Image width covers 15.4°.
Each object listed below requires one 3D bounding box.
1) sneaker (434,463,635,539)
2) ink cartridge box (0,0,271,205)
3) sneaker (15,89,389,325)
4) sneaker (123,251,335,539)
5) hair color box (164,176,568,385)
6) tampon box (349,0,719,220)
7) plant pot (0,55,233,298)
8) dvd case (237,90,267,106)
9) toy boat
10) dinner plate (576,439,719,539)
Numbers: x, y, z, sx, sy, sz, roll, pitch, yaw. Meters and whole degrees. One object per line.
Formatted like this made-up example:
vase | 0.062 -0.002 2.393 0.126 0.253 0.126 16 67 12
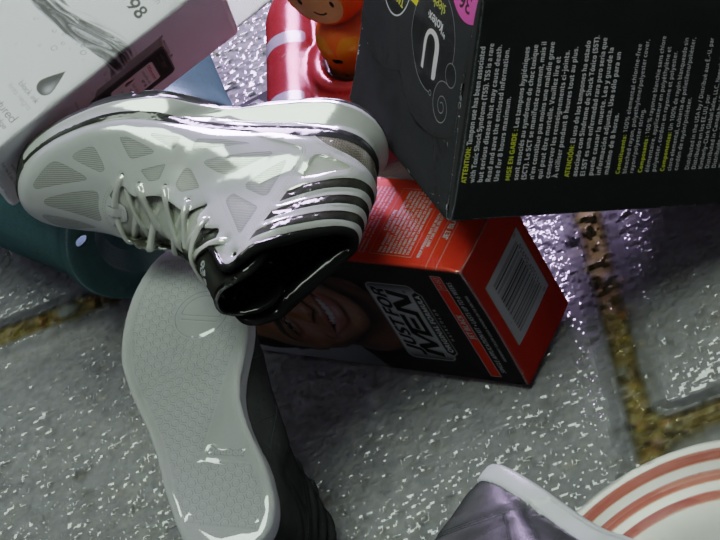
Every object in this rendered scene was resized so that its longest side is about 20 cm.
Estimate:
sneaker | 0.093 0.167 1.219 0.099 0.071 0.200 -46 38 -13
ink cartridge box | -0.151 -0.146 1.448 0.200 0.067 0.116 -39 68 -7
sneaker | -0.090 -0.029 1.354 0.200 0.076 0.116 -4 41 14
sneaker | -0.068 0.084 1.384 0.071 0.099 0.200 -21 54 8
hair color box | 0.000 0.000 1.436 0.200 0.102 0.061 6 55 36
tampon box | 0.116 -0.117 1.378 0.199 0.127 0.150 -4 29 -21
plant pot | -0.164 -0.088 1.560 0.200 0.200 0.188 -41 54 -10
dvd case | 0.033 -0.096 1.567 0.200 0.022 0.146 -29 42 4
toy boat | -0.005 -0.135 1.513 0.130 0.131 0.200 -18 44 15
dinner plate | 0.166 0.163 1.243 0.200 0.024 0.201 -16 44 16
